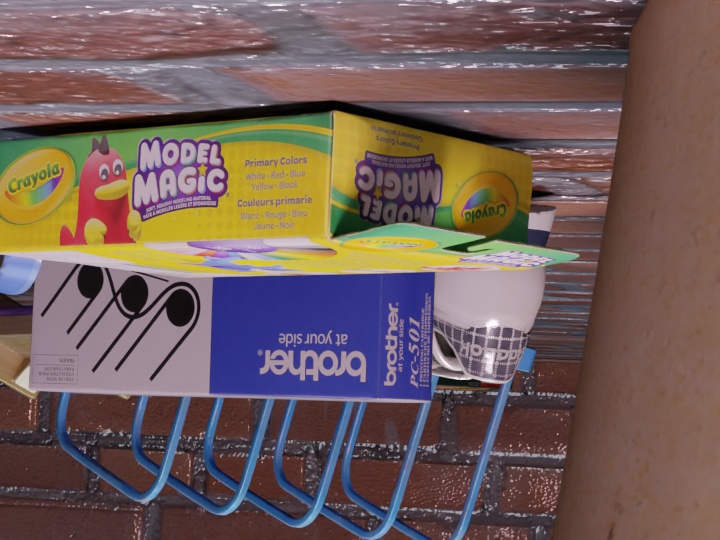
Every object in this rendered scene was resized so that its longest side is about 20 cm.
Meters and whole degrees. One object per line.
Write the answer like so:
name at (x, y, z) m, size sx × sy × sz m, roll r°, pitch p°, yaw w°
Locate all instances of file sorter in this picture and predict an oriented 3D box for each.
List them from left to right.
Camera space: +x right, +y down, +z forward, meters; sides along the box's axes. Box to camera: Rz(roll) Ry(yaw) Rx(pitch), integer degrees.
file sorter at (-0.040, 0.063, 1.130) m, size 0.199 × 0.123 × 0.139 m, roll 14°, pitch -176°, yaw -33°

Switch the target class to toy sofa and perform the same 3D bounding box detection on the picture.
toy sofa at (-0.233, 0.041, 1.699) m, size 0.083 × 0.098 × 0.200 m, roll 32°, pitch 162°, yaw -26°

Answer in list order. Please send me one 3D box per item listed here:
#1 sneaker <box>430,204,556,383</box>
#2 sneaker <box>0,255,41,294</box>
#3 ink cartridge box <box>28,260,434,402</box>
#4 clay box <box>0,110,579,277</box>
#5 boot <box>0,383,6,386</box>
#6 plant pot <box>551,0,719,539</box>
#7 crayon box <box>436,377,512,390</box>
sneaker at (0.033, 0.010, 1.011) m, size 0.076 × 0.081 × 0.200 m, roll 1°, pitch 179°, yaw -11°
sneaker at (-0.214, -0.013, 0.966) m, size 0.078 × 0.071 × 0.200 m, roll 10°, pitch 166°, yaw -33°
ink cartridge box at (-0.060, 0.009, 0.960) m, size 0.199 × 0.095 × 0.044 m, roll -1°, pitch 175°, yaw 35°
clay box at (-0.029, -0.025, 0.787) m, size 0.199 × 0.048 × 0.115 m, roll -3°, pitch 174°, yaw 39°
boot at (-0.403, 0.072, 2.107) m, size 0.199 × 0.077 × 0.168 m, roll 9°, pitch 172°, yaw -1°
plant pot at (0.125, 0.028, 0.484) m, size 0.199 × 0.185 × 0.200 m, roll 2°, pitch 176°, yaw 0°
crayon box at (0.036, 0.098, 2.344) m, size 0.199 × 0.059 × 0.172 m, roll 6°, pitch 174°, yaw -41°
